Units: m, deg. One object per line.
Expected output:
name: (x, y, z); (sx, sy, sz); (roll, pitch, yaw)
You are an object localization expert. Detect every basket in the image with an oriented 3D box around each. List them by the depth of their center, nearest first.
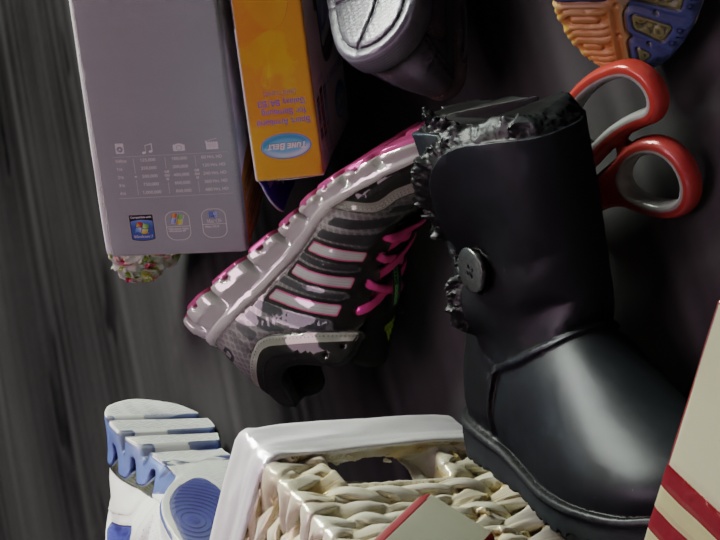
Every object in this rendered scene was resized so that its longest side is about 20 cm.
basket: (0.004, 0.185, 1.103); (0.123, 0.135, 0.201); (40, 124, 50)

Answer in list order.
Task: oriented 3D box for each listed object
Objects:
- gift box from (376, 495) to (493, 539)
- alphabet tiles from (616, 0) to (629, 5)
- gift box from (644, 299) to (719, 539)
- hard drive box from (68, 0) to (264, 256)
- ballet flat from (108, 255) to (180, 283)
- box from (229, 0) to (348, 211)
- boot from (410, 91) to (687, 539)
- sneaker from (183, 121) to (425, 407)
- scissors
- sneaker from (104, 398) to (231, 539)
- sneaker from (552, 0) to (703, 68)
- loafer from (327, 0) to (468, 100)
gift box: (0.011, 0.228, 0.901); (0.186, 0.184, 0.201); (33, 120, 15)
alphabet tiles: (0.096, -0.207, 0.935); (0.200, 0.006, 0.167); (35, 122, 3)
gift box: (0.199, 0.106, 0.727); (0.187, 0.184, 0.201); (47, 135, 52)
hard drive box: (-0.096, -0.131, 1.211); (0.156, 0.076, 0.201); (-80, -14, -60)
ballet flat: (-0.104, -0.075, 1.357); (0.064, 0.075, 0.201); (29, 119, 36)
box: (-0.038, -0.135, 1.181); (0.119, 0.041, 0.201); (-72, -27, -71)
boot: (0.087, 0.015, 0.984); (0.200, 0.076, 0.169); (26, 129, 63)
sneaker: (0.000, 0.000, 1.177); (0.200, 0.074, 0.088); (-41, 86, 32)
scissors: (0.088, -0.034, 1.062); (0.073, 0.014, 0.200); (58, 147, 1)
sneaker: (-0.099, 0.164, 1.344); (0.199, 0.080, 0.116); (-136, 50, -59)
sneaker: (0.119, -0.187, 0.991); (0.075, 0.088, 0.201); (4, 115, 18)
loafer: (0.020, -0.168, 1.152); (0.072, 0.063, 0.201); (-26, 47, 31)
